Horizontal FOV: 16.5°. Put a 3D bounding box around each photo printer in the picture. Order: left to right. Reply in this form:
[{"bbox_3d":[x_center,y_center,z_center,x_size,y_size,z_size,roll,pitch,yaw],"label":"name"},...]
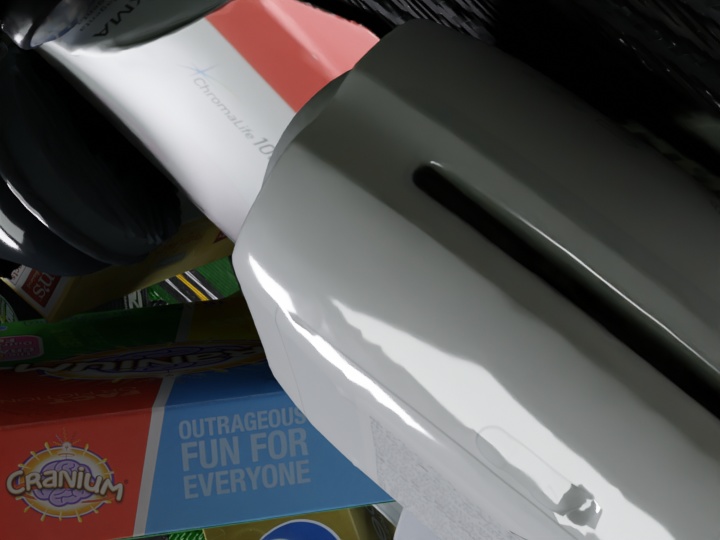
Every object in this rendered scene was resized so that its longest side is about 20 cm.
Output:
[{"bbox_3d":[0.052,0.032,0.498,0.166,0.070,0.200,39,173,8],"label":"photo printer"}]

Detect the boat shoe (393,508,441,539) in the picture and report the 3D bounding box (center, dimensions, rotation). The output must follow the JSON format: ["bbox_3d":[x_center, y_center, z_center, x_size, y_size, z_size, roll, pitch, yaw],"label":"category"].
[{"bbox_3d":[0.070,0.159,0.894,0.068,0.072,0.201,18,-145,-41],"label":"boat shoe"}]

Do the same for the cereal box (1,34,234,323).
[{"bbox_3d":[-0.145,-0.068,0.972,0.200,0.040,0.144,40,-155,13],"label":"cereal box"}]

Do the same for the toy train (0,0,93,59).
[{"bbox_3d":[-0.164,-0.116,0.655,0.200,0.114,0.085,43,174,1],"label":"toy train"}]

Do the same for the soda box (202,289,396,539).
[{"bbox_3d":[-0.026,0.109,1.066,0.064,0.067,0.201,39,-154,-58],"label":"soda box"}]

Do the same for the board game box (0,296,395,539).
[{"bbox_3d":[-0.067,0.047,0.852,0.200,0.152,0.041,-155,60,-73],"label":"board game box"}]

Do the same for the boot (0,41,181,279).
[{"bbox_3d":[-0.143,-0.004,0.798,0.077,0.168,0.200,52,-172,-12],"label":"boot"}]

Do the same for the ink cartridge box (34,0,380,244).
[{"bbox_3d":[-0.004,-0.015,0.675,0.163,0.057,0.200,45,178,-28],"label":"ink cartridge box"}]

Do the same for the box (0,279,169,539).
[{"bbox_3d":[-0.152,0.000,1.042,0.193,0.047,0.200,52,-165,-31],"label":"box"}]

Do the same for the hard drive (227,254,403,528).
[{"bbox_3d":[0.014,0.067,1.072,0.200,0.027,0.132,48,-167,-45],"label":"hard drive"}]
